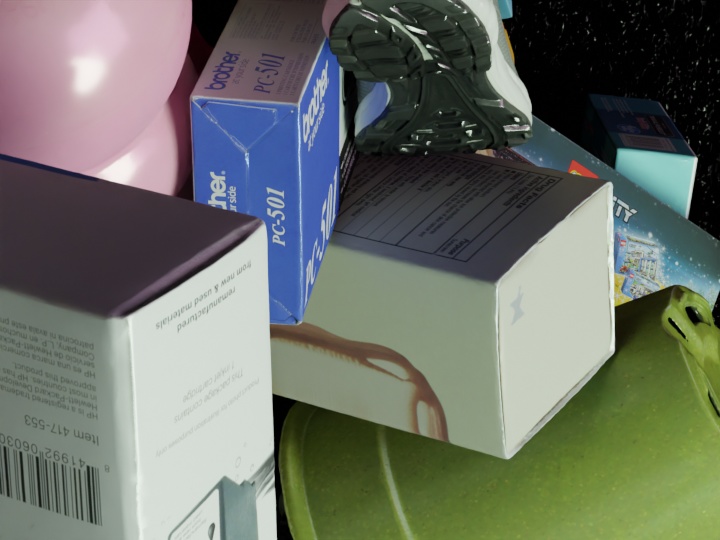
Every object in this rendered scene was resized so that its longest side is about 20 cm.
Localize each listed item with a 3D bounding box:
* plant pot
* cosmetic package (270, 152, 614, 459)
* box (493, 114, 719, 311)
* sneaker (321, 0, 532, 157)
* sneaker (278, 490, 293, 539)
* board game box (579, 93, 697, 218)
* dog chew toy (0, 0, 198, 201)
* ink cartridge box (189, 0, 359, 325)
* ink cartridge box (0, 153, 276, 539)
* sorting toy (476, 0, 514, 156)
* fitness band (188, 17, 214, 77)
[{"bbox_3d":[0.095,0.102,1.086,0.200,0.189,0.200,48,23,-27],"label":"plant pot"},{"bbox_3d":[0.000,0.000,1.022,0.103,0.199,0.088,-37,131,-45],"label":"cosmetic package"},{"bbox_3d":[0.085,0.001,1.203,0.200,0.038,0.137,32,64,-19],"label":"box"},{"bbox_3d":[0.028,-0.098,0.936,0.200,0.074,0.080,72,14,-71],"label":"sneaker"},{"bbox_3d":[0.017,0.103,1.253,0.200,0.070,0.094,19,70,-58],"label":"sneaker"},{"bbox_3d":[0.145,0.013,1.356,0.151,0.047,0.201,-92,-172,-74],"label":"board game box"},{"bbox_3d":[-0.115,-0.064,0.890,0.125,0.124,0.200,-58,155,-26],"label":"dog chew toy"},{"bbox_3d":[-0.027,-0.069,0.960,0.200,0.044,0.094,-72,165,-60],"label":"ink cartridge box"},{"bbox_3d":[-0.108,0.073,0.795,0.086,0.146,0.201,-37,133,-49],"label":"ink cartridge box"},{"bbox_3d":[0.047,-0.144,1.107,0.185,0.036,0.201,64,27,-60],"label":"sorting toy"},{"bbox_3d":[-0.037,-0.145,1.058,0.200,0.037,0.144,3,101,-59],"label":"fitness band"}]
